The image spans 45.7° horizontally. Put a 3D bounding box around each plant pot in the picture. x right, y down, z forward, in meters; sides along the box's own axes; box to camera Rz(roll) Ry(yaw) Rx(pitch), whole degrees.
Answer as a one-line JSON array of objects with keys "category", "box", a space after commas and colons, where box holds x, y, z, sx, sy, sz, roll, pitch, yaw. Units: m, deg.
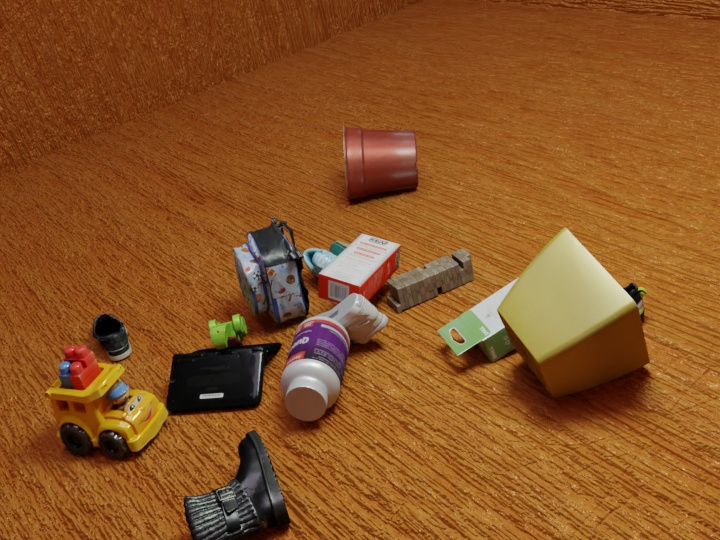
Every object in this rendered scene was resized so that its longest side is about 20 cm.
[{"category": "plant pot", "box": [0.347, 0.091, 1.444, 0.175, 0.201, 0.201, -33, 50, 1]}, {"category": "plant pot", "box": [0.055, -0.291, 2.280, 0.191, 0.204, 0.202, -3, 29, 2]}]

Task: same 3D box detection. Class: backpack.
[{"category": "backpack", "box": [-0.185, 0.018, 1.832, 0.152, 0.193, 0.201, -22, 29, -5]}]

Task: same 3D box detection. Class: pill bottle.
[{"category": "pill bottle", "box": [-0.085, 0.182, 1.579, 0.110, 0.114, 0.201, -7, 29, 12]}]

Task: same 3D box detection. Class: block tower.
[{"category": "block tower", "box": [0.150, 0.020, 1.818, 0.197, 0.059, 0.054, -24, 30, -15]}]

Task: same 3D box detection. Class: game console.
[{"category": "game console", "box": [-0.269, 0.211, 1.708, 0.196, 0.117, 0.179, -7, 60, 14]}]

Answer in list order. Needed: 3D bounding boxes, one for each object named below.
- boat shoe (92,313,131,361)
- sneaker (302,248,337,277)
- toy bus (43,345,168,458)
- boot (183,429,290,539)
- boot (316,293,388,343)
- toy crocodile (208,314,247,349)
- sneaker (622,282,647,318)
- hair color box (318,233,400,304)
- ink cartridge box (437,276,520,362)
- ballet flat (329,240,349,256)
[{"category": "boat shoe", "box": [-0.569, 0.132, 1.925, 0.073, 0.067, 0.199, -22, 30, -15]}, {"category": "sneaker", "box": [-0.069, -0.003, 1.907, 0.199, 0.081, 0.075, 17, 81, 55]}, {"category": "toy bus", "box": [-0.482, 0.231, 1.588, 0.196, 0.195, 0.136, 2, 30, 23]}, {"category": "boot", "box": [-0.210, 0.353, 1.370, 0.155, 0.081, 0.212, -19, 30, -10]}, {"category": "boot", "box": [-0.034, 0.124, 1.703, 0.199, 0.095, 0.074, -33, 30, 41]}, {"category": "toy crocodile", "box": [-0.269, 0.130, 1.749, 0.066, 0.063, 0.200, -12, -6, -3]}, {"category": "sneaker", "box": [0.436, 0.055, 1.603, 0.196, 0.084, 0.072, -5, 29, 17]}, {"category": "hair color box", "box": [0.000, 0.000, 1.783, 0.100, 0.062, 0.200, 16, 34, 22]}, {"category": "ink cartridge box", "box": [0.255, 0.104, 1.605, 0.198, 0.060, 0.104, -32, 31, -3]}, {"category": "ballet flat", "box": [-0.005, -0.023, 1.958, 0.061, 0.069, 0.200, 4, 21, -31]}]
